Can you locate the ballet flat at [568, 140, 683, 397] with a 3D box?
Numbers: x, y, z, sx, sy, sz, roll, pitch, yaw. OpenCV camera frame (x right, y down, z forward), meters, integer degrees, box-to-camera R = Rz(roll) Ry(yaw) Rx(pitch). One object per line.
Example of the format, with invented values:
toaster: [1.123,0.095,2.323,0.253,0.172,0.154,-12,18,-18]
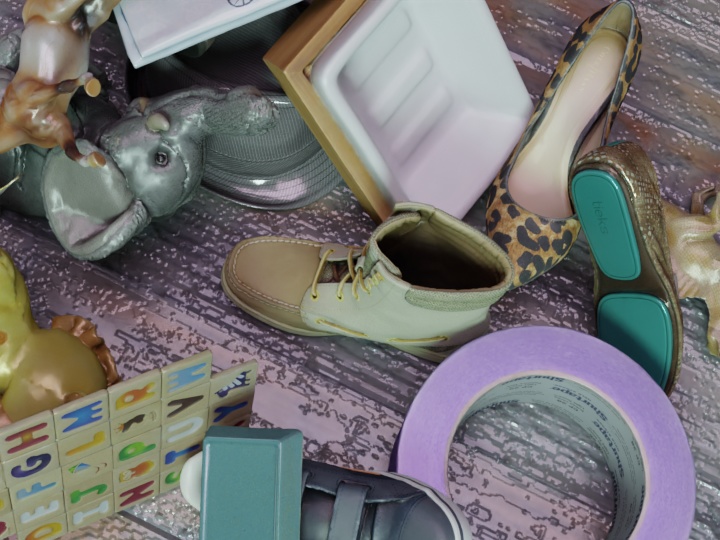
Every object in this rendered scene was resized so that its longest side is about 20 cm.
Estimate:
ballet flat: [0.195,0.000,0.870,0.070,0.202,0.065,10,37,38]

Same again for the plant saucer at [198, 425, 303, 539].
plant saucer: [-0.071,0.196,0.756,0.069,0.019,0.202,-1,85,27]

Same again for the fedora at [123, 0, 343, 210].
fedora: [-0.083,-0.150,0.928,0.200,0.090,0.177,39,74,9]

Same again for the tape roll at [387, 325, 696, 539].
tape roll: [0.118,0.144,0.847,0.198,0.085,0.202,1,72,-3]

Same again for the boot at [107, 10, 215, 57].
boot: [-0.114,-0.248,0.896,0.199,0.069,0.174,33,71,26]

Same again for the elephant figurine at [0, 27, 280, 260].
elephant figurine: [-0.171,-0.074,0.868,0.199,0.156,0.142,30,64,12]

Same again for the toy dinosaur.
toy dinosaur: [0.243,-0.028,0.925,0.101,0.058,0.201,-31,76,-11]

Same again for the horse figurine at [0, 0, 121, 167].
horse figurine: [-0.184,-0.139,0.780,0.050,0.132,0.202,23,77,-42]

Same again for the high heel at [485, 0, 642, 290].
high heel: [0.140,-0.091,0.866,0.071,0.143,0.201,23,52,7]

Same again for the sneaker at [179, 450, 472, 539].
sneaker: [-0.029,0.157,0.790,0.199,0.079,0.079,9,91,35]

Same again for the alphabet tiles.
alphabet tiles: [-0.157,0.116,0.785,0.199,0.167,0.006,-20,61,-23]

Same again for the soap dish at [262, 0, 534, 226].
soap dish: [0.031,-0.128,0.883,0.081,0.200,0.158,24,69,44]

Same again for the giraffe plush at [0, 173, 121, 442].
giraffe plush: [-0.236,0.063,0.818,0.200,0.173,0.162,-40,98,17]

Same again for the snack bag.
snack bag: [-0.093,-0.244,0.839,0.187,0.021,0.201,-23,61,-2]

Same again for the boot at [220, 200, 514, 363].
boot: [0.000,0.000,0.850,0.198,0.155,0.073,15,71,2]
